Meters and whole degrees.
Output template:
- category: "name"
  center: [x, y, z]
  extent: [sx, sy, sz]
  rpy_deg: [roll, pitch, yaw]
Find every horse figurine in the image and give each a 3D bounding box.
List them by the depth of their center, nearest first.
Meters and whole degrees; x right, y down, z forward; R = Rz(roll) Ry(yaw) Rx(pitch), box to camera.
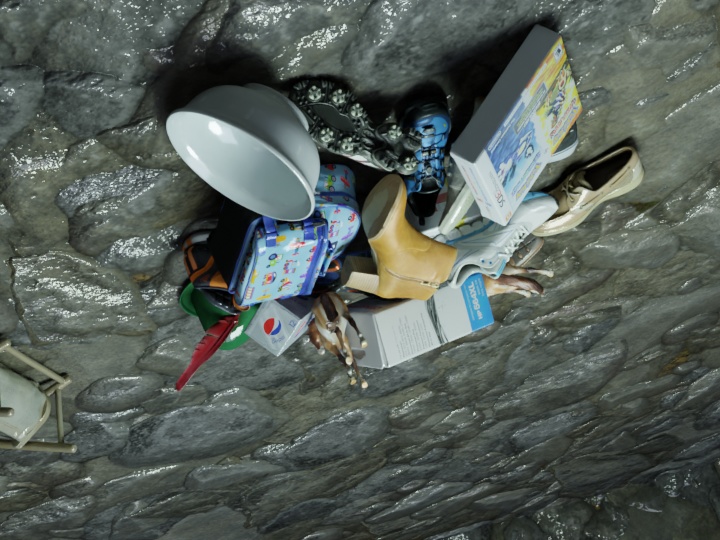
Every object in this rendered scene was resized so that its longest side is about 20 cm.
- category: "horse figurine"
  center: [-0.036, 0.086, 1.581]
  extent: [0.049, 0.133, 0.201]
  rpy_deg: [-27, 153, -12]
- category: "horse figurine"
  center: [0.210, 0.020, 1.717]
  extent: [0.130, 0.051, 0.200]
  rpy_deg: [4, 174, -14]

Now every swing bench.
- category: "swing bench"
  center: [-0.573, 0.218, 1.729]
  extent: [0.197, 0.132, 0.199]
  rpy_deg: [-17, 153, 9]

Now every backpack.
- category: "backpack"
  center: [-0.087, -0.054, 1.513]
  extent: [0.197, 0.136, 0.184]
  rpy_deg: [-9, 146, -31]

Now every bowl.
- category: "bowl"
  center: [-0.122, -0.154, 1.327]
  extent: [0.199, 0.091, 0.202]
  rpy_deg: [26, 158, 11]

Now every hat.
- category: "hat"
  center: [-0.183, 0.105, 1.694]
  extent: [0.197, 0.178, 0.166]
  rpy_deg: [-16, 152, -4]

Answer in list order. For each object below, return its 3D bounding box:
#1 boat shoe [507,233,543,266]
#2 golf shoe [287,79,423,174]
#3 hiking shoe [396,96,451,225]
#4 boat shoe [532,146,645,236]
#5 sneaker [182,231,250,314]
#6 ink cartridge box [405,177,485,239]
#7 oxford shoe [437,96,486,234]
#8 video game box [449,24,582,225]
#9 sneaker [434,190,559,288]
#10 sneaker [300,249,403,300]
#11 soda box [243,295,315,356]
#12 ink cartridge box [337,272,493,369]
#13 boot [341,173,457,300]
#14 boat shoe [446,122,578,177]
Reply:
- category: "boat shoe"
  center: [0.225, -0.015, 1.844]
  extent: [0.071, 0.077, 0.199]
  rpy_deg: [3, 152, -46]
- category: "golf shoe"
  center: [-0.017, -0.171, 1.413]
  extent: [0.198, 0.078, 0.088]
  rpy_deg: [25, 168, -29]
- category: "hiking shoe"
  center: [0.092, -0.150, 1.503]
  extent: [0.073, 0.088, 0.201]
  rpy_deg: [-13, 151, -8]
- category: "boat shoe"
  center: [0.335, -0.126, 1.717]
  extent: [0.198, 0.072, 0.065]
  rpy_deg: [-32, 144, 8]
- category: "sneaker"
  center: [-0.154, 0.006, 1.608]
  extent: [0.197, 0.113, 0.078]
  rpy_deg: [-4, 150, -24]
- category: "ink cartridge box"
  center: [0.126, -0.067, 1.674]
  extent: [0.197, 0.084, 0.146]
  rpy_deg: [-16, 152, -4]
- category: "oxford shoe"
  center: [0.143, -0.144, 1.509]
  extent: [0.202, 0.057, 0.075]
  rpy_deg: [-68, 170, 18]
- category: "video game box"
  center: [0.205, -0.181, 1.450]
  extent: [0.201, 0.046, 0.182]
  rpy_deg: [-56, 153, -8]
- category: "sneaker"
  center: [0.198, -0.037, 1.589]
  extent: [0.198, 0.088, 0.075]
  rpy_deg: [-30, 147, 18]
- category: "sneaker"
  center: [0.000, 0.000, 1.620]
  extent: [0.196, 0.077, 0.078]
  rpy_deg: [3, -170, 11]
- category: "soda box"
  center: [-0.107, 0.062, 1.667]
  extent: [0.069, 0.063, 0.200]
  rpy_deg: [-56, 177, 13]
- category: "ink cartridge box"
  center: [0.073, 0.070, 1.663]
  extent: [0.198, 0.086, 0.145]
  rpy_deg: [-19, -172, -29]
- category: "boot"
  center: [0.068, -0.041, 1.503]
  extent: [0.142, 0.071, 0.203]
  rpy_deg: [6, 134, -22]
- category: "boat shoe"
  center: [0.211, -0.169, 1.570]
  extent: [0.197, 0.069, 0.057]
  rpy_deg: [-22, 149, -6]
